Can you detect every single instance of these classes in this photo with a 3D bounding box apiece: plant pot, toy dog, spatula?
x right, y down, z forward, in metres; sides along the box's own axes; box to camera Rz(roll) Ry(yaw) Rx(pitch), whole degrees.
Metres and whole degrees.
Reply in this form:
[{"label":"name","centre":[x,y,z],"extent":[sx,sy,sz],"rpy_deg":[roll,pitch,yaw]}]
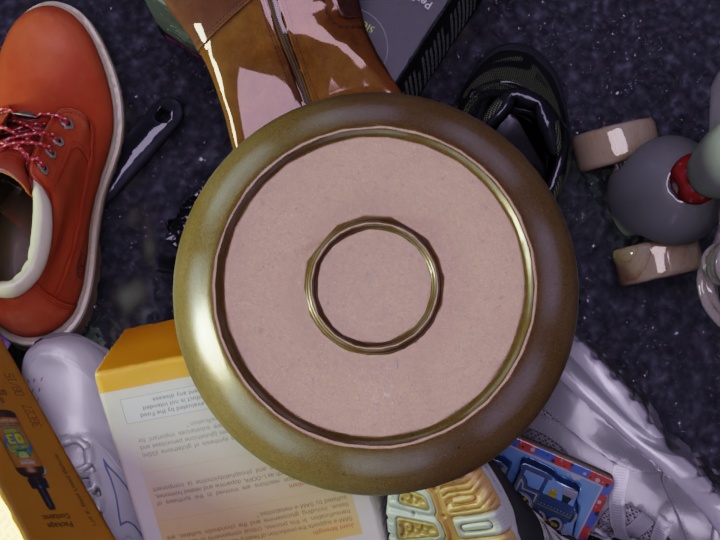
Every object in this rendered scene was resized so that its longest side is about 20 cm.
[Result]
[{"label":"plant pot","centre":[0.007,0.009,1.069],"extent":[0.200,0.027,0.200],"rpy_deg":[0,83,1]},{"label":"toy dog","centre":[0.195,-0.049,1.183],"extent":[0.096,0.200,0.132],"rpy_deg":[-17,108,-18]},{"label":"spatula","centre":[-0.172,-0.024,1.253],"extent":[0.057,0.021,0.200],"rpy_deg":[41,83,17]}]

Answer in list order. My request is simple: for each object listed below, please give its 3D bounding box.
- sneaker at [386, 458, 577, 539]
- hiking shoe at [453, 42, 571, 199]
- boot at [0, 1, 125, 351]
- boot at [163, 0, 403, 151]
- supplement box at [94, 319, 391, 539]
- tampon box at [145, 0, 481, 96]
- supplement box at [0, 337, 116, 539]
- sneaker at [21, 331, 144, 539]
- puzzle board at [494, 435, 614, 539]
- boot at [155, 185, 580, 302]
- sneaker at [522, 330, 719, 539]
[{"label":"sneaker","centre":[0.081,0.155,1.140],"extent":[0.076,0.088,0.200],"rpy_deg":[-7,120,38]},{"label":"hiking shoe","centre":[0.087,-0.066,1.182],"extent":[0.076,0.101,0.200],"rpy_deg":[21,45,-8]},{"label":"boot","centre":[-0.177,-0.065,1.200],"extent":[0.075,0.107,0.200],"rpy_deg":[-3,73,8]},{"label":"boot","centre":[0.000,-0.131,1.114],"extent":[0.188,0.068,0.200],"rpy_deg":[-23,85,-1]},{"label":"supplement box","centre":[-0.047,0.121,1.152],"extent":[0.126,0.074,0.200],"rpy_deg":[-11,106,11]},{"label":"tampon box","centre":[-0.003,-0.186,1.218],"extent":[0.150,0.126,0.200],"rpy_deg":[33,85,5]},{"label":"supplement box","centre":[-0.204,0.089,1.141],"extent":[0.069,0.067,0.200],"rpy_deg":[-47,63,25]},{"label":"sneaker","centre":[-0.138,0.130,1.182],"extent":[0.074,0.087,0.200],"rpy_deg":[-18,93,20]},{"label":"puzzle board","centre":[0.017,0.137,1.196],"extent":[0.200,0.017,0.151],"rpy_deg":[24,110,0]},{"label":"boot","centre":[0.001,0.000,1.221],"extent":[0.198,0.073,0.163],"rpy_deg":[-29,87,4]},{"label":"sneaker","centre":[0.156,0.129,1.215],"extent":[0.082,0.075,0.200],"rpy_deg":[-43,78,11]}]
